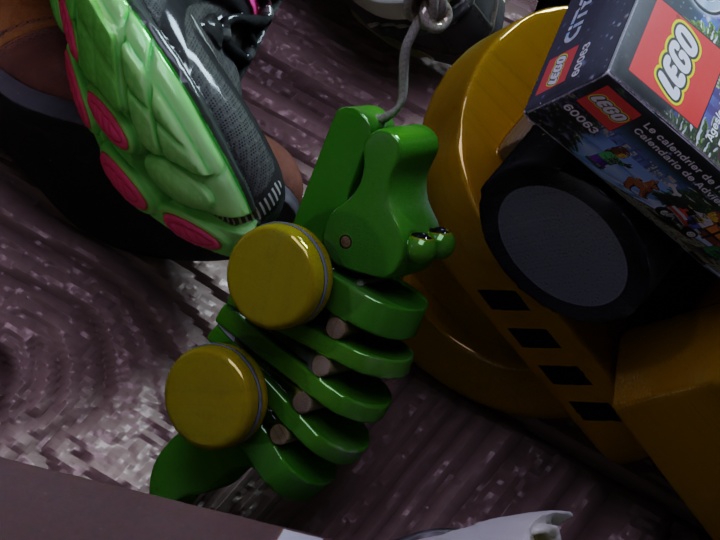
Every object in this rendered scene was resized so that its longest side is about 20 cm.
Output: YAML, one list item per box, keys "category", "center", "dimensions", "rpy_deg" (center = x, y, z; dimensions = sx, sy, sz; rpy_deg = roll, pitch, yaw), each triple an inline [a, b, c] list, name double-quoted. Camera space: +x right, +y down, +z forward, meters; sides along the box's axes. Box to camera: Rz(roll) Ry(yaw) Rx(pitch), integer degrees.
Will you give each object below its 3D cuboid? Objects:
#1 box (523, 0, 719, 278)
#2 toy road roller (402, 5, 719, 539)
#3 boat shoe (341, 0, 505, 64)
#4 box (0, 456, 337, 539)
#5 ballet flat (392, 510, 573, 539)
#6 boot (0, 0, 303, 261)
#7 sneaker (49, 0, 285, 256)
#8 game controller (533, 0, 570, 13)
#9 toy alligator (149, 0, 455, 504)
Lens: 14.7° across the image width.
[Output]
- category: "box"
  center: [0.137, -0.084, 0.799]
  dimensions: [0.136, 0.038, 0.201]
  rpy_deg: [38, 56, -22]
- category: "toy road roller"
  center: [0.097, 0.009, 0.859]
  dimensions: [0.200, 0.146, 0.123]
  rpy_deg: [50, 53, -13]
- category: "boat shoe"
  center: [-0.014, -0.149, 1.002]
  dimensions: [0.072, 0.061, 0.202]
  rpy_deg: [-36, 56, 3]
- category: "box"
  center: [-0.042, 0.121, 0.731]
  dimensions: [0.199, 0.075, 0.100]
  rpy_deg: [10, 46, 22]
- category: "ballet flat"
  center: [0.065, 0.102, 0.789]
  dimensions: [0.198, 0.069, 0.068]
  rpy_deg: [9, 50, 2]
- category: "boot"
  center: [-0.069, -0.109, 0.945]
  dimensions: [0.187, 0.069, 0.201]
  rpy_deg: [16, 58, 24]
- category: "sneaker"
  center: [-0.055, -0.094, 0.848]
  dimensions: [0.083, 0.077, 0.201]
  rpy_deg: [-13, 56, -10]
- category: "game controller"
  center: [0.147, -0.043, 0.903]
  dimensions: [0.199, 0.105, 0.042]
  rpy_deg: [23, 10, 11]
- category: "toy alligator"
  center: [0.000, 0.000, 0.800]
  dimensions: [0.054, 0.201, 0.059]
  rpy_deg: [36, 20, 20]
